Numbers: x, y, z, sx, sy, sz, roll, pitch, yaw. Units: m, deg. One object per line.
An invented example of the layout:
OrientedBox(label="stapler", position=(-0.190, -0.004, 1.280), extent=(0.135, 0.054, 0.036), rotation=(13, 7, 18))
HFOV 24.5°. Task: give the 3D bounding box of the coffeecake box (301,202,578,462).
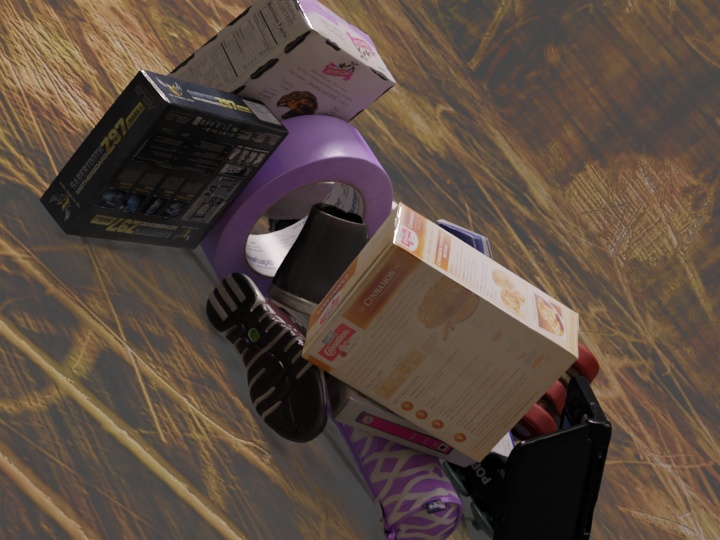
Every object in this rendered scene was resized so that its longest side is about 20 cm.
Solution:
OrientedBox(label="coffeecake box", position=(0.072, 0.058, 1.499), extent=(0.199, 0.154, 0.073), rotation=(31, 31, -13))

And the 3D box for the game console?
OrientedBox(label="game console", position=(0.171, 0.223, 1.641), extent=(0.116, 0.201, 0.176), rotation=(5, 22, -9))

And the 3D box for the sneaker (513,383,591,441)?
OrientedBox(label="sneaker", position=(0.199, 0.099, 1.909), extent=(0.071, 0.112, 0.201), rotation=(-35, 111, -52))

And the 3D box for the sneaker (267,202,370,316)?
OrientedBox(label="sneaker", position=(0.000, 0.000, 1.679), extent=(0.075, 0.107, 0.200), rotation=(31, 10, 34))

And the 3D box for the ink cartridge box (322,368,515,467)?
OrientedBox(label="ink cartridge box", position=(0.056, 0.128, 1.576), extent=(0.199, 0.037, 0.095), rotation=(21, 33, -26))

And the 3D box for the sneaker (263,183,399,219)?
OrientedBox(label="sneaker", position=(-0.024, -0.088, 1.835), extent=(0.199, 0.075, 0.084), rotation=(18, 37, 30))

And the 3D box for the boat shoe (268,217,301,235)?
OrientedBox(label="boat shoe", position=(-0.075, -0.045, 1.912), extent=(0.071, 0.072, 0.200), rotation=(25, 14, -8))

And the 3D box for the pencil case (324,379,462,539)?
OrientedBox(label="pencil case", position=(0.025, 0.179, 1.595), extent=(0.084, 0.085, 0.200), rotation=(92, -24, -46))

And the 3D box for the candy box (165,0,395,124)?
OrientedBox(label="candy box", position=(-0.092, -0.175, 1.642), extent=(0.168, 0.200, 0.072), rotation=(25, 33, -57))

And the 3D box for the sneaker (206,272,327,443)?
OrientedBox(label="sneaker", position=(-0.062, 0.090, 1.574), extent=(0.115, 0.076, 0.200), rotation=(34, 20, -52))

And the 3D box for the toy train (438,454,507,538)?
OrientedBox(label="toy train", position=(0.133, 0.214, 1.812), extent=(0.200, 0.085, 0.114), rotation=(54, 6, 18))

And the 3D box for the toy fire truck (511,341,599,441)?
OrientedBox(label="toy fire truck", position=(0.154, 0.107, 1.827), extent=(0.200, 0.112, 0.168), rotation=(46, -21, -19))

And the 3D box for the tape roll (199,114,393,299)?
OrientedBox(label="tape roll", position=(-0.069, -0.062, 1.683), extent=(0.200, 0.200, 0.066), rotation=(28, 24, -52))

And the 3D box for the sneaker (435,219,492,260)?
OrientedBox(label="sneaker", position=(0.088, 0.050, 1.926), extent=(0.080, 0.200, 0.115), rotation=(19, 18, 21))

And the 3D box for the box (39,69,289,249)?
OrientedBox(label="box", position=(-0.176, -0.096, 1.516), extent=(0.051, 0.158, 0.200), rotation=(48, 20, 24))
